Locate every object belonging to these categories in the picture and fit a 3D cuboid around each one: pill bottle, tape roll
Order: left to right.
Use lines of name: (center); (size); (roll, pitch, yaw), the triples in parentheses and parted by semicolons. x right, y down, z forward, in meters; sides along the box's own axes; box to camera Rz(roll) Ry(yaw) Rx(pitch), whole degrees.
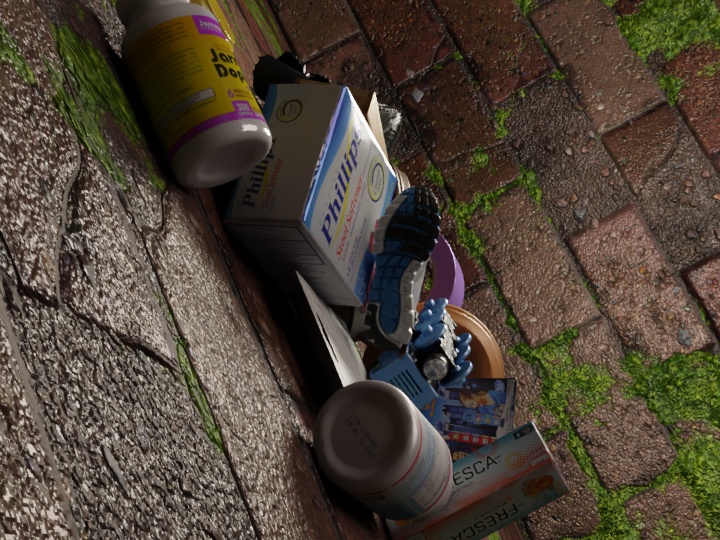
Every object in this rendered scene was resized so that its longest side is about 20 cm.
pill bottle: (-0.170, -0.189, 1.071); (0.201, 0.104, 0.104); (64, 6, 14)
pill bottle: (0.032, 0.193, 1.109); (0.109, 0.108, 0.200); (66, 6, 30)
tape roll: (0.057, 0.023, 1.675); (0.201, 0.199, 0.066); (65, 7, 28)

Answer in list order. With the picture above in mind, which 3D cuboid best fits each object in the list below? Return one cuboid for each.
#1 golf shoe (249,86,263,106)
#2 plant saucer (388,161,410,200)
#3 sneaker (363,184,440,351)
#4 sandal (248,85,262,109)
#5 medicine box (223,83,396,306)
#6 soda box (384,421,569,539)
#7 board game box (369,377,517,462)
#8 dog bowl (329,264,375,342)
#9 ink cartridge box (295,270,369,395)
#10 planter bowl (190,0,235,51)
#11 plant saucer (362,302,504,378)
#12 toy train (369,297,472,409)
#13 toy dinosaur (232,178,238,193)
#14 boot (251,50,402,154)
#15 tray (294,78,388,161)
golf shoe: (-0.160, -0.213, 1.559); (0.088, 0.077, 0.200); (38, 12, -21)
plant saucer: (0.042, -0.050, 1.507); (0.200, 0.029, 0.202); (-178, -90, -81)
sneaker: (0.048, -0.010, 1.309); (0.087, 0.074, 0.201); (-59, 164, -73)
sandal: (-0.150, -0.175, 1.447); (0.201, 0.081, 0.055); (57, -15, 12)
medicine box: (-0.051, -0.084, 1.259); (0.200, 0.102, 0.183); (56, 45, -56)
soda box: (0.125, 0.253, 1.210); (0.064, 0.199, 0.069); (58, 5, -36)
board game box: (0.092, 0.210, 1.383); (0.201, 0.198, 0.062); (-74, 170, -50)
dog bowl: (0.000, 0.000, 1.439); (0.200, 0.073, 0.202); (178, -90, -77)
ink cartridge box: (-0.034, 0.107, 1.241); (0.163, 0.057, 0.200); (65, 10, 24)
planter bowl: (-0.211, -0.302, 1.345); (0.201, 0.083, 0.200); (61, 5, -9)
plant saucer: (0.100, 0.144, 1.481); (0.201, 0.199, 0.037); (62, -4, 0)
toy train: (0.076, 0.104, 1.369); (0.087, 0.114, 0.200); (56, 13, -10)
toy dinosaur: (-0.129, -0.115, 1.323); (0.136, 0.101, 0.201); (-66, 152, -65)
boot: (-0.044, -0.223, 1.465); (0.168, 0.077, 0.200); (31, 6, 20)
tray: (-0.021, -0.157, 1.353); (0.200, 0.098, 0.037); (73, 32, -63)
